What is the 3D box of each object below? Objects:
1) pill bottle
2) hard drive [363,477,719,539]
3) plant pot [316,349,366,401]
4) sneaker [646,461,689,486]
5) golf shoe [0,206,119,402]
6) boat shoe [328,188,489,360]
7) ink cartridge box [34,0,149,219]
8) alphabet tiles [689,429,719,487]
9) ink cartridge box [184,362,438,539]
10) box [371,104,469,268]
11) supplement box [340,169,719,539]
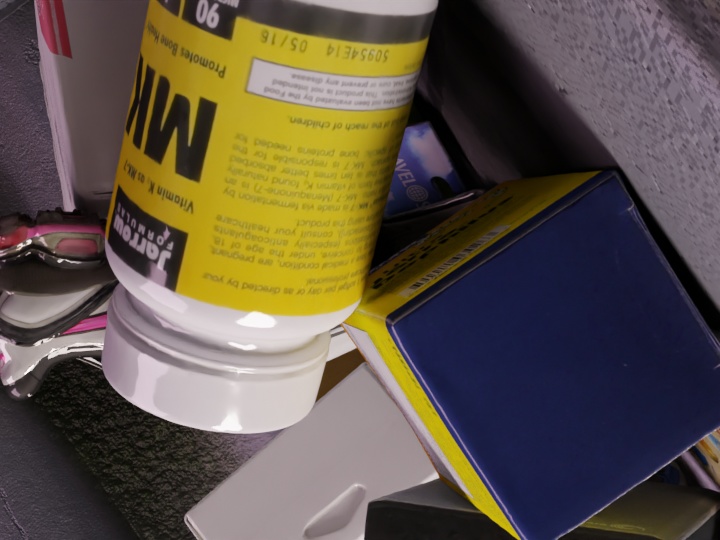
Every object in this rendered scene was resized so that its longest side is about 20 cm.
[{"bbox_3d":[-0.043,-0.043,0.733,0.114,0.201,0.114,12,-159,-5],"label":"pill bottle"},{"bbox_3d":[0.098,0.125,0.875,0.200,0.139,0.033,2,-87,-72],"label":"hard drive"},{"bbox_3d":[-0.034,-0.004,1.288,0.200,0.176,0.200,54,177,-7],"label":"plant pot"},{"bbox_3d":[0.129,0.179,1.072,0.085,0.200,0.077,40,-138,-21],"label":"sneaker"},{"bbox_3d":[-0.086,0.022,0.848,0.073,0.199,0.093,-11,79,58],"label":"golf shoe"},{"bbox_3d":[0.000,0.000,0.999,0.064,0.199,0.071,55,-148,-28],"label":"boat shoe"},{"bbox_3d":[-0.119,-0.087,0.919,0.200,0.084,0.146,132,128,-75],"label":"ink cartridge box"},{"bbox_3d":[0.175,0.086,0.838,0.200,0.006,0.166,52,176,20],"label":"alphabet tiles"},{"bbox_3d":[-0.008,0.155,1.100,0.084,0.145,0.200,48,175,22],"label":"ink cartridge box"},{"bbox_3d":[-0.022,-0.038,1.045,0.122,0.199,0.048,55,-146,-38],"label":"box"},{"bbox_3d":[0.069,0.032,0.773,0.109,0.109,0.200,57,174,-6],"label":"supplement box"}]
